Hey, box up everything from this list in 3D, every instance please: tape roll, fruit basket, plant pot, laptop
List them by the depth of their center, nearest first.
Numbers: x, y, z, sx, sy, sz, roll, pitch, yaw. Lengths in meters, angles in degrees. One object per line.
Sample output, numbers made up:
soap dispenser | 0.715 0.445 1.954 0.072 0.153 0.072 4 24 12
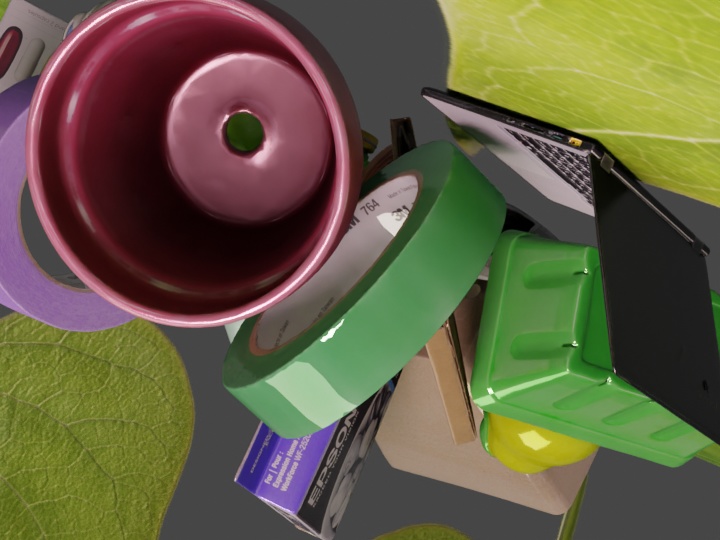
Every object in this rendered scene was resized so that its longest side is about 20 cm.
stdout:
laptop | 0.132 -0.001 1.083 0.199 0.116 0.187 24 175 36
tape roll | 0.000 0.010 1.087 0.048 0.201 0.200 44 172 -16
plant pot | -0.087 -0.077 1.127 0.199 0.201 0.179 26 -168 6
fruit basket | 0.164 0.070 1.324 0.214 0.156 0.216 11 166 3
tape roll | -0.224 -0.056 1.433 0.200 0.201 0.066 29 173 -38
plant pot | 0.099 0.058 1.522 0.199 0.200 0.177 11 153 41

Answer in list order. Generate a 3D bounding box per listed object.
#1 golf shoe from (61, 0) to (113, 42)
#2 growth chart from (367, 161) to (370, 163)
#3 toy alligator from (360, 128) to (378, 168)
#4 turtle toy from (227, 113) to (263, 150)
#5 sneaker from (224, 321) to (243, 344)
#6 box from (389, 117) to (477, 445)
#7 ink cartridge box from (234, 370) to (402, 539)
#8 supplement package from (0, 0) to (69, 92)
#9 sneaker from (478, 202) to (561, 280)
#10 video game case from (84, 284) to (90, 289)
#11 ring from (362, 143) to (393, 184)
golf shoe | -0.157 -0.099 1.274 0.078 0.201 0.097 -12 173 -35
growth chart | 0.017 -0.077 1.594 0.200 0.018 0.145 30 176 -33
toy alligator | -0.046 -0.096 1.424 0.054 0.060 0.200 29 175 -39
turtle toy | -0.081 -0.088 1.325 0.101 0.147 0.200 -9 -161 -33
sneaker | -0.044 0.031 1.417 0.073 0.119 0.200 8 -157 32
box | 0.051 0.011 1.272 0.021 0.164 0.200 -11 152 4
ink cartridge box | -0.015 0.084 1.285 0.043 0.199 0.200 21 169 15
supplement package | -0.256 -0.154 1.696 0.199 0.111 0.156 26 177 -5
sneaker | 0.091 -0.035 1.409 0.199 0.075 0.082 19 153 43
video game case | -0.096 -0.021 1.372 0.142 0.019 0.200 6 -158 29
ring | 0.000 0.000 1.339 0.019 0.201 0.200 24 176 15
